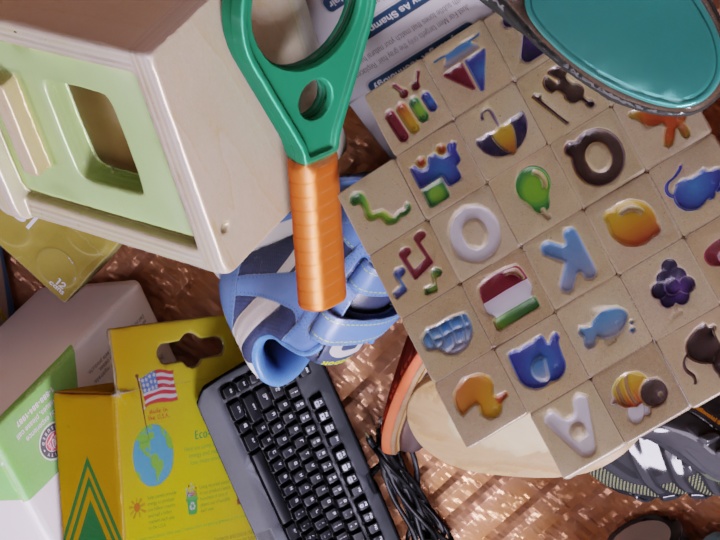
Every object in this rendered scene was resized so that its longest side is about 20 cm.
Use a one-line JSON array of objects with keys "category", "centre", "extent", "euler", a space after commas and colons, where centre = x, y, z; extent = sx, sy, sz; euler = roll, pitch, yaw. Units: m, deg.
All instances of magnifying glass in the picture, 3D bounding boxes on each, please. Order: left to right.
[{"category": "magnifying glass", "centre": [-0.024, -0.073, 1.004], "extent": [0.022, 0.079, 0.201], "euler": [26, 131, 44]}]

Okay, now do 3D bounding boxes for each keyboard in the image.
[{"category": "keyboard", "centre": [-0.007, 0.128, 1.199], "extent": [0.040, 0.104, 0.201], "euler": [28, 146, 60]}]

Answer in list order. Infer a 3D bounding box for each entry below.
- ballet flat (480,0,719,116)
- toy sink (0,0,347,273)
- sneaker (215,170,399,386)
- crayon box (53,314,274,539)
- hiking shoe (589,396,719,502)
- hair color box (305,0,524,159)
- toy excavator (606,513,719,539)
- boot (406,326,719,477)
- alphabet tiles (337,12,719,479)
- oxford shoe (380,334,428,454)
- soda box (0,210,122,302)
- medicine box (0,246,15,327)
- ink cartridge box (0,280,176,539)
[{"category": "ballet flat", "centre": [0.075, -0.136, 0.937], "extent": [0.200, 0.068, 0.068], "euler": [37, 97, 5]}, {"category": "toy sink", "centre": [-0.127, -0.096, 1.050], "extent": [0.199, 0.112, 0.131], "euler": [17, 140, 34]}, {"category": "sneaker", "centre": [0.000, 0.000, 1.099], "extent": [0.200, 0.074, 0.083], "euler": [-27, 68, 50]}, {"category": "crayon box", "centre": [-0.101, 0.126, 1.182], "extent": [0.051, 0.127, 0.201], "euler": [-2, 92, 38]}, {"category": "hiking shoe", "centre": [0.170, 0.081, 1.115], "extent": [0.199, 0.076, 0.101], "euler": [19, 160, -3]}, {"category": "hair color box", "centre": [0.003, -0.158, 1.026], "extent": [0.100, 0.061, 0.200], "euler": [-28, 107, 36]}, {"category": "toy excavator", "centre": [0.215, 0.193, 1.132], "extent": [0.200, 0.194, 0.100], "euler": [12, 132, 52]}, {"category": "boot", "centre": [0.128, 0.024, 1.037], "extent": [0.200, 0.144, 0.071], "euler": [-15, 114, 24]}, {"category": "alphabet tiles", "centre": [0.086, -0.019, 0.972], "extent": [0.166, 0.006, 0.201], "euler": [-32, 76, 18]}, {"category": "oxford shoe", "centre": [0.066, 0.034, 1.124], "extent": [0.072, 0.071, 0.200], "euler": [24, 132, -5]}, {"category": "soda box", "centre": [-0.201, -0.081, 1.168], "extent": [0.200, 0.064, 0.068], "euler": [42, 129, -7]}, {"category": "medicine box", "centre": [-0.306, 0.031, 1.267], "extent": [0.199, 0.103, 0.183], "euler": [7, 124, 21]}, {"category": "ink cartridge box", "centre": [-0.151, 0.129, 1.229], "extent": [0.084, 0.146, 0.201], "euler": [-4, 120, 37]}]
